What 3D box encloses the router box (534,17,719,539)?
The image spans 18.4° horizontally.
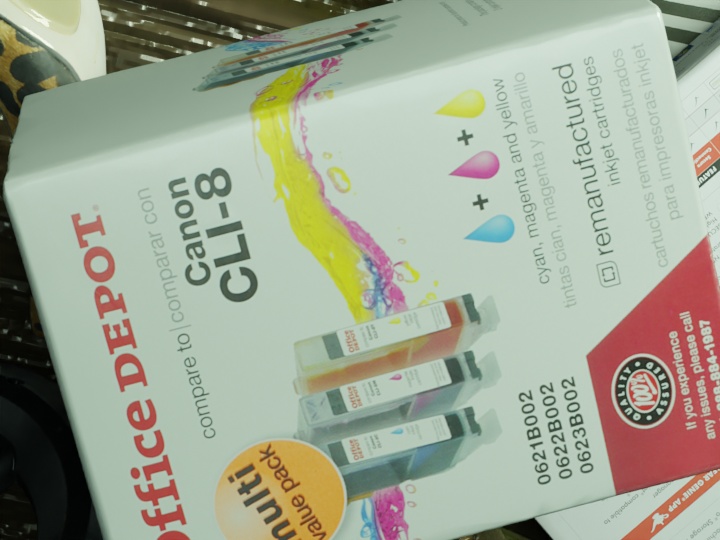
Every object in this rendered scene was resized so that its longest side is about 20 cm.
[{"bbox_3d":[0.136,0.024,0.820,0.200,0.049,0.180,-40,97,3],"label":"router box"}]

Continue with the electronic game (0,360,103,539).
[{"bbox_3d":[-0.172,0.101,0.774,0.199,0.200,0.042,-20,134,-17],"label":"electronic game"}]

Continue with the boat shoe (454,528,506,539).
[{"bbox_3d":[0.030,0.159,0.766,0.072,0.067,0.201,-32,117,-30],"label":"boat shoe"}]

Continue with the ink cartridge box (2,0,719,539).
[{"bbox_3d":[0.000,0.000,0.706,0.199,0.145,0.146,-15,105,-1],"label":"ink cartridge box"}]

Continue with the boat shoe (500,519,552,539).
[{"bbox_3d":[0.058,0.120,0.884,0.199,0.076,0.072,33,72,-13],"label":"boat shoe"}]

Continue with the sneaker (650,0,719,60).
[{"bbox_3d":[0.060,-0.085,0.867,0.199,0.076,0.116,-11,115,4],"label":"sneaker"}]

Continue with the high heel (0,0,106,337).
[{"bbox_3d":[-0.139,-0.055,0.806,0.200,0.142,0.072,36,34,-19],"label":"high heel"}]
